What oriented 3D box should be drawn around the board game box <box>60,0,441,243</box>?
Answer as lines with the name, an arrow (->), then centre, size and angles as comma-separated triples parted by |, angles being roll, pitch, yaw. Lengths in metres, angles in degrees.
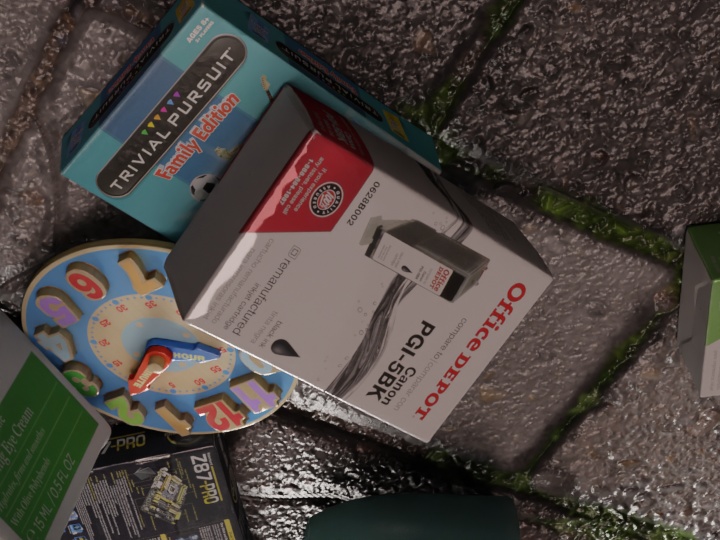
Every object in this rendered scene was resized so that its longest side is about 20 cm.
board game box -> -0.071, -0.075, 0.939 | 0.200, 0.047, 0.151 | 32, 116, -28

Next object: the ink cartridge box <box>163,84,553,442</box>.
ink cartridge box -> 0.000, 0.000, 0.911 | 0.200, 0.083, 0.147 | 28, 105, -28

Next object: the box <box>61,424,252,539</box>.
box -> -0.172, 0.209, 1.138 | 0.160, 0.049, 0.201 | -10, 127, 2

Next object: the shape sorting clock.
shape sorting clock -> -0.140, 0.053, 1.002 | 0.199, 0.039, 0.200 | 4, 140, 3

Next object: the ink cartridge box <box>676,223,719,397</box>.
ink cartridge box -> 0.344, 0.020, 1.063 | 0.199, 0.067, 0.118 | -8, 127, -3

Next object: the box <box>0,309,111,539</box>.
box -> -0.307, 0.144, 0.951 | 0.200, 0.199, 0.171 | -37, 106, 17

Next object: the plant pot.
plant pot -> 0.027, 0.267, 1.129 | 0.160, 0.201, 0.201 | 9, 126, -2
